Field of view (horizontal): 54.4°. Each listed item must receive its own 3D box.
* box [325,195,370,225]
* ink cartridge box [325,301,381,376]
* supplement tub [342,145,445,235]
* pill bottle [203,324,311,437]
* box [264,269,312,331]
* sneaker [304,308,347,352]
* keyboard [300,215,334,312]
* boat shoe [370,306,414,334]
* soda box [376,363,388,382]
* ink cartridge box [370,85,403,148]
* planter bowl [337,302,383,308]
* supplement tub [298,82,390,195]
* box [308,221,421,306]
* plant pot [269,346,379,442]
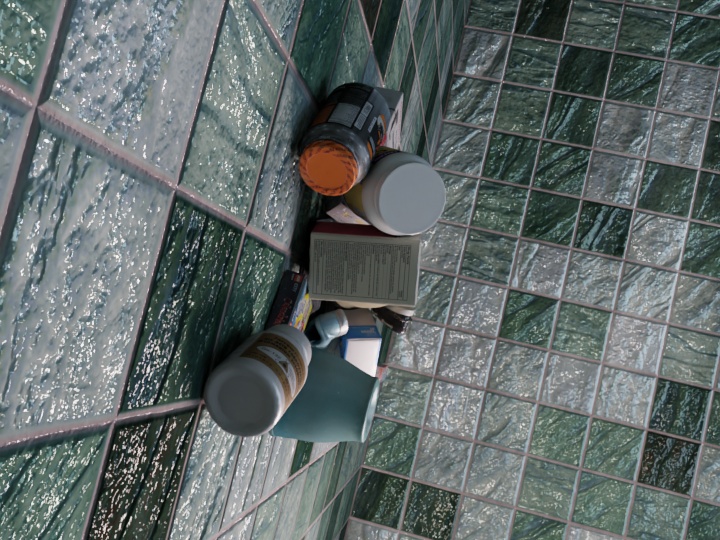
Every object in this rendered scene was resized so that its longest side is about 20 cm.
[{"bbox_3d":[0.027,-0.132,1.440,0.048,0.200,0.159,-28,-142,39],"label":"box"},{"bbox_3d":[-0.023,0.151,1.604,0.200,0.084,0.145,-112,-154,-54],"label":"ink cartridge box"},{"bbox_3d":[0.057,-0.144,1.261,0.200,0.145,0.146,-141,-120,-66],"label":"supplement tub"},{"bbox_3d":[-0.141,0.153,1.042,0.200,0.114,0.115,-50,151,-71],"label":"pill bottle"},{"bbox_3d":[-0.138,0.118,1.254,0.137,0.038,0.200,85,20,-63],"label":"box"},{"bbox_3d":[-0.091,0.135,1.524,0.200,0.082,0.074,121,-45,-60],"label":"sneaker"},{"bbox_3d":[-0.096,-0.012,1.391,0.104,0.040,0.200,-11,116,-56],"label":"keyboard"},{"bbox_3d":[0.057,0.090,1.582,0.200,0.074,0.060,27,-77,60],"label":"boat shoe"},{"bbox_3d":[0.062,0.402,2.775,0.200,0.068,0.064,35,68,-80],"label":"soda box"},{"bbox_3d":[0.032,-0.296,1.573,0.147,0.083,0.200,92,15,-47],"label":"ink cartridge box"},{"bbox_3d":[0.000,0.000,1.501,0.135,0.200,0.200,-33,-169,24],"label":"planter bowl"},{"bbox_3d":[-0.028,-0.222,1.190,0.200,0.122,0.123,-68,167,-45],"label":"supplement tub"},{"bbox_3d":[0.009,-0.015,1.297,0.109,0.200,0.128,-77,171,-74],"label":"box"},{"bbox_3d":[-0.065,0.263,1.432,0.200,0.188,0.200,13,90,-82],"label":"plant pot"}]
